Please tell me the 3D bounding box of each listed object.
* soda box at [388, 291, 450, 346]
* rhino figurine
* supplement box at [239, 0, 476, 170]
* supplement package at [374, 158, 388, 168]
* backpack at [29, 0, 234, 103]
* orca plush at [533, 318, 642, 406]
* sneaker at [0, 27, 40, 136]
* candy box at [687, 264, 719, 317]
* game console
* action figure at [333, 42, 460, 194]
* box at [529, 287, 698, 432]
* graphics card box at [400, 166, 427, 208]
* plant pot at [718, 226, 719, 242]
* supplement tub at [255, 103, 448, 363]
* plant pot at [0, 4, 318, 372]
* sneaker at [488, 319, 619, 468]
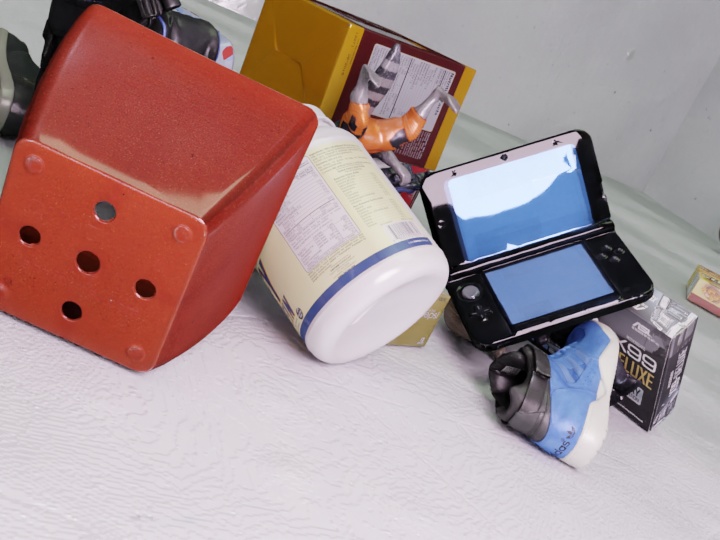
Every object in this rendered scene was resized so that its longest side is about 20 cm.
[{"bbox_3d":[0.000,0.000,1.021,0.067,0.064,0.200,9,25,-46],"label":"soda box"},{"bbox_3d":[0.147,0.044,1.122,0.087,0.060,0.200,33,15,7],"label":"rhino figurine"},{"bbox_3d":[-0.008,-0.235,1.165,0.199,0.134,0.197,10,21,-39],"label":"supplement box"},{"bbox_3d":[-0.033,-0.111,1.202,0.119,0.122,0.200,28,17,8],"label":"supplement package"},{"bbox_3d":[-0.228,-0.191,0.938,0.190,0.201,0.154,31,16,29],"label":"backpack"},{"bbox_3d":[0.218,0.072,1.066,0.201,0.071,0.105,60,-25,-1],"label":"orca plush"},{"bbox_3d":[-0.361,-0.191,1.051,0.106,0.075,0.200,21,26,-35],"label":"sneaker"},{"bbox_3d":[0.766,0.050,2.050,0.115,0.056,0.200,30,17,12],"label":"candy box"},{"bbox_3d":[0.183,-0.034,1.004,0.198,0.117,0.176,-17,40,-3],"label":"game console"},{"bbox_3d":[0.016,-0.137,1.013,0.199,0.193,0.105,-6,64,-45],"label":"action figure"},{"bbox_3d":[0.278,0.065,1.092,0.050,0.159,0.200,-31,50,-25],"label":"box"},{"bbox_3d":[0.064,-0.149,1.455,0.051,0.126,0.200,24,17,-5],"label":"graphics card box"},{"bbox_3d":[1.239,-0.081,2.980,0.199,0.201,0.175,24,33,-9],"label":"plant pot"},{"bbox_3d":[-0.030,-0.035,0.854,0.145,0.145,0.201,0,49,-56],"label":"supplement tub"},{"bbox_3d":[-0.170,-0.045,0.706,0.199,0.201,0.177,25,29,-5],"label":"plant pot"},{"bbox_3d":[0.187,0.096,0.941,0.111,0.077,0.200,29,39,-2],"label":"sneaker"}]
